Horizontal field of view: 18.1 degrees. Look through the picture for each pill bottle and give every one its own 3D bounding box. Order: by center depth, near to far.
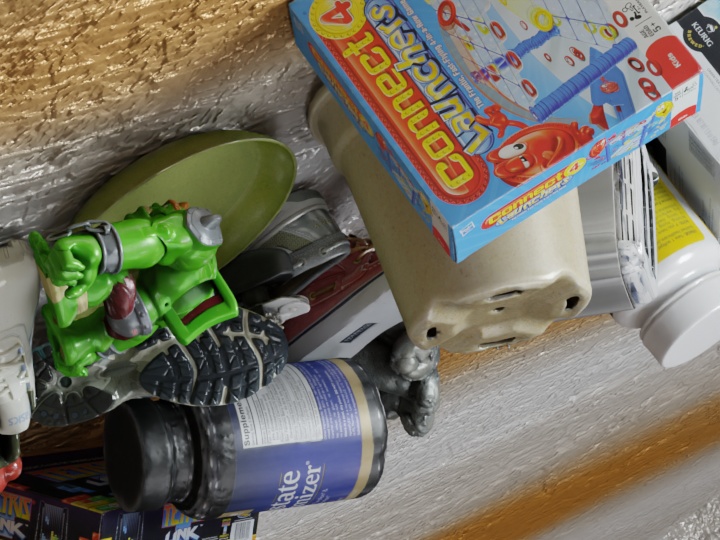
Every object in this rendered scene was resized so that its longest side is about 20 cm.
[{"bbox_3d":[-0.089,0.130,1.721,0.199,0.112,0.112,-6,147,-27],"label":"pill bottle"},{"bbox_3d":[0.243,-0.022,1.964,0.114,0.200,0.114,-30,158,-13],"label":"pill bottle"}]

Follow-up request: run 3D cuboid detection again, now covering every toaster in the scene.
[{"bbox_3d":[0.159,-0.040,1.744,0.129,0.201,0.114,-7,151,15],"label":"toaster"}]

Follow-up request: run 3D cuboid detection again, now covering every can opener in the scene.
[{"bbox_3d":[-0.128,0.044,1.715,0.199,0.067,0.053,-23,161,20],"label":"can opener"}]

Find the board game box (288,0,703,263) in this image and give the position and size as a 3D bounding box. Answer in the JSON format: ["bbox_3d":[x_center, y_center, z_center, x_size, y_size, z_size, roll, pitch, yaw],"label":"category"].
[{"bbox_3d":[0.087,-0.140,1.473,0.195,0.200,0.056,-32,158,-9],"label":"board game box"}]

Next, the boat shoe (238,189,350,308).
[{"bbox_3d":[-0.086,0.023,1.750,0.202,0.065,0.074,-46,157,25],"label":"boat shoe"}]

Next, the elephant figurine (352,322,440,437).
[{"bbox_3d":[-0.039,0.075,1.866,0.199,0.155,0.142,-3,116,-7],"label":"elephant figurine"}]

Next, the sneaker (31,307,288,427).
[{"bbox_3d":[-0.152,0.058,1.653,0.199,0.078,0.086,-7,-168,0],"label":"sneaker"}]

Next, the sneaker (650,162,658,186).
[{"bbox_3d":[0.167,-0.087,1.897,0.075,0.087,0.200,-1,165,-42],"label":"sneaker"}]

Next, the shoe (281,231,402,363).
[{"bbox_3d":[0.000,0.000,1.754,0.071,0.091,0.200,4,150,-45],"label":"shoe"}]

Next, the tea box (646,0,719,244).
[{"bbox_3d":[0.350,-0.154,1.938,0.196,0.134,0.200,-34,159,-4],"label":"tea box"}]

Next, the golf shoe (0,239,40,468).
[{"bbox_3d":[-0.244,0.060,1.545,0.078,0.097,0.200,-22,154,-26],"label":"golf shoe"}]

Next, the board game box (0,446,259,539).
[{"bbox_3d":[-0.204,0.189,1.801,0.200,0.165,0.057,-3,102,-56],"label":"board game box"}]

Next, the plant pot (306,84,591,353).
[{"bbox_3d":[0.078,-0.048,1.599,0.200,0.184,0.201,-11,160,-4],"label":"plant pot"}]

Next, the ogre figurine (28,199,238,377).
[{"bbox_3d":[-0.151,0.012,1.498,0.119,0.098,0.200,-19,141,-14],"label":"ogre figurine"}]

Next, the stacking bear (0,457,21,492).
[{"bbox_3d":[-0.343,0.186,1.664,0.200,0.121,0.114,-43,167,-5],"label":"stacking bear"}]

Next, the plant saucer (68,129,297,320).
[{"bbox_3d":[-0.137,-0.037,1.591,0.200,0.031,0.200,-31,159,-13],"label":"plant saucer"}]
